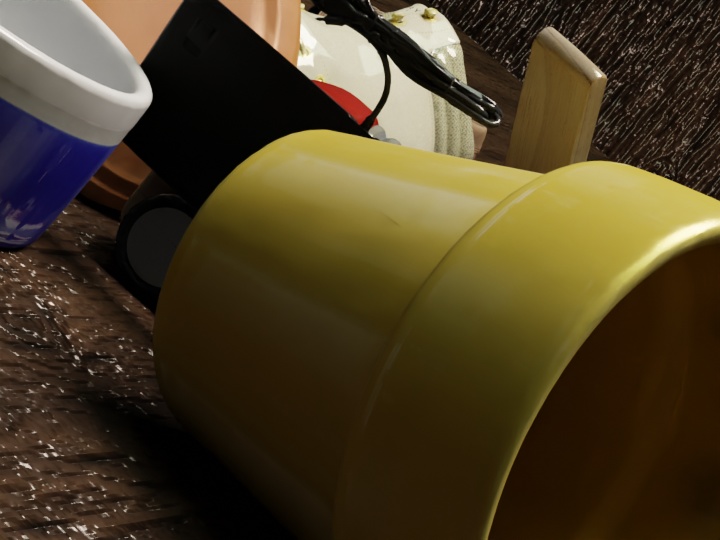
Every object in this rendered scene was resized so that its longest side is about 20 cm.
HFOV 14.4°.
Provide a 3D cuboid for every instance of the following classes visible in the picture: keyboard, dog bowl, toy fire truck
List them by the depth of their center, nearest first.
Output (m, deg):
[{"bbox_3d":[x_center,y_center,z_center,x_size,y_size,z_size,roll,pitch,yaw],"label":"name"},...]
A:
[{"bbox_3d":[-0.183,-0.101,1.134,0.200,0.079,0.200,38,9,-7],"label":"dog bowl"},{"bbox_3d":[-0.003,-0.048,1.154,0.200,0.127,0.021,42,20,17],"label":"keyboard"},{"bbox_3d":[0.015,-0.032,1.210,0.176,0.200,0.129,41,9,8],"label":"toy fire truck"}]

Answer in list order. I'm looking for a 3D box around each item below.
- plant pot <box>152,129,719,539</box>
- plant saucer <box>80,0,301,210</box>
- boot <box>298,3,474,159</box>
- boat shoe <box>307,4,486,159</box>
[{"bbox_3d":[0.033,0.041,1.034,0.189,0.201,0.201,27,1,34],"label":"plant pot"},{"bbox_3d":[-0.093,-0.127,1.310,0.037,0.201,0.200,-6,-27,42],"label":"plant saucer"},{"bbox_3d":[-0.028,-0.128,1.519,0.154,0.072,0.200,-20,87,-40],"label":"boot"},{"bbox_3d":[-0.011,-0.123,1.656,0.200,0.072,0.072,42,3,-17],"label":"boat shoe"}]
